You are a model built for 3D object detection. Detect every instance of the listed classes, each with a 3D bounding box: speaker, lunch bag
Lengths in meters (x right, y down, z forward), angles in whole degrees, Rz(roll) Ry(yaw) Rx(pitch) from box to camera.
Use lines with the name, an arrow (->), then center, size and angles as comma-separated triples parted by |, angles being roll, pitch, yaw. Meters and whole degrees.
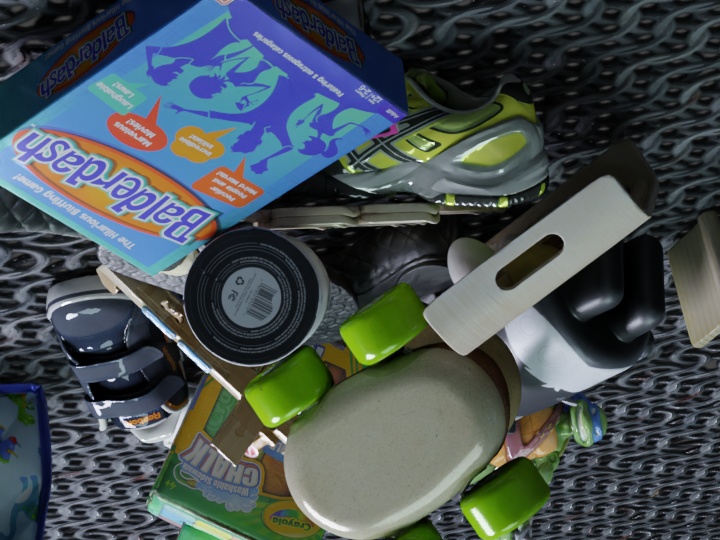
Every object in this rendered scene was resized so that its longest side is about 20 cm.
speaker -> -0.060, 0.014, 1.578 | 0.081, 0.082, 0.200 | -10, 180, 1
lunch bag -> -0.318, 0.200, 1.965 | 0.127, 0.201, 0.170 | 6, 156, -37

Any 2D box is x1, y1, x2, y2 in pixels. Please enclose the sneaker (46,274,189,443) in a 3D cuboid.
sneaker -> -0.166, 0.066, 1.851 | 0.078, 0.080, 0.200 | -12, 158, 10

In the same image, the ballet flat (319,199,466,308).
ballet flat -> 0.000, 0.000, 1.801 | 0.199, 0.057, 0.066 | -18, 146, 41

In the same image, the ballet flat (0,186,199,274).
ballet flat -> -0.181, -0.027, 1.582 | 0.199, 0.057, 0.066 | 19, 180, -41

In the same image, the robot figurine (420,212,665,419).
robot figurine -> 0.124, 0.030, 1.825 | 0.200, 0.151, 0.125 | -29, -171, 42

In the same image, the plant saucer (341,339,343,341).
plant saucer -> -0.014, 0.077, 1.988 | 0.199, 0.051, 0.200 | -9, 160, -3

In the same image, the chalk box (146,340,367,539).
chalk box -> -0.075, 0.140, 1.838 | 0.124, 0.201, 0.124 | 23, 168, -3

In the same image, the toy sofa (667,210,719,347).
toy sofa -> 0.334, 0.001, 1.894 | 0.199, 0.083, 0.098 | 1, 153, -27

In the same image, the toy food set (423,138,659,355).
toy food set -> 0.111, -0.025, 1.625 | 0.143, 0.061, 0.200 | -38, -177, 13

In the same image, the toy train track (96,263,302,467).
toy train track -> -0.104, 0.063, 1.758 | 0.200, 0.115, 0.032 | 44, 139, -10

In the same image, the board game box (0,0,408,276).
board game box -> -0.097, -0.087, 1.429 | 0.200, 0.045, 0.152 | -31, 137, 29

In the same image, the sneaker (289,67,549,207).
sneaker -> 0.016, -0.084, 1.556 | 0.199, 0.077, 0.075 | 2, -164, 14

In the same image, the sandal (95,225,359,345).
sandal -> -0.084, -0.005, 1.740 | 0.199, 0.045, 0.075 | 22, 132, -25

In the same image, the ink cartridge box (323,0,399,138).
ink cartridge box -> -0.083, -0.097, 1.487 | 0.199, 0.037, 0.095 | -11, 145, 9

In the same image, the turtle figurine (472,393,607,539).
turtle figurine -> 0.101, 0.145, 2.098 | 0.193, 0.200, 0.144 | -9, 126, 11

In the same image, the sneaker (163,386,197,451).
sneaker -> -0.115, 0.136, 2.034 | 0.070, 0.081, 0.200 | 14, 173, 35

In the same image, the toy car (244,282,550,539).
toy car -> 0.044, 0.088, 1.698 | 0.157, 0.165, 0.200 | -33, -176, 23

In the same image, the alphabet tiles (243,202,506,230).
alphabet tiles -> -0.012, -0.033, 1.632 | 0.194, 0.015, 0.200 | -3, 180, -8
